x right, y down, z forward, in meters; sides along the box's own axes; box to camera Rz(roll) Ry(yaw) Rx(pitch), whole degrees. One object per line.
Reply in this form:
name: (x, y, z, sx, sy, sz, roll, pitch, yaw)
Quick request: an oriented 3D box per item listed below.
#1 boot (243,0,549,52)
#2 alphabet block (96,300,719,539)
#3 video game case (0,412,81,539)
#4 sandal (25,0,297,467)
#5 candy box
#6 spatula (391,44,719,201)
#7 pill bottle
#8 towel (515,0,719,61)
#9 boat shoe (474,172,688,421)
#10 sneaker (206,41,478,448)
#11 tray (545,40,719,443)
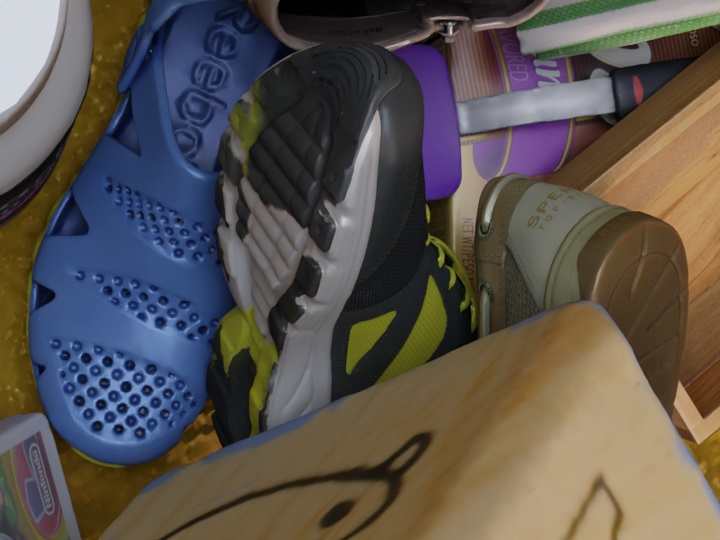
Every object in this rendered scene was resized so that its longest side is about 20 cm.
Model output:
boot: (-0.031, -0.122, 0.776, 0.198, 0.147, 0.071, -10, 131, -2)
alphabet block: (0.010, 0.160, 0.682, 0.194, 0.200, 0.197, -26, 103, 31)
video game case: (-0.137, 0.142, 0.746, 0.018, 0.200, 0.144, -9, 100, 26)
sandal: (-0.064, -0.030, 0.827, 0.079, 0.087, 0.202, 15, 85, -11)
candy box: (0.080, -0.060, 0.871, 0.116, 0.056, 0.202, 1, 87, -12)
spatula: (0.071, -0.058, 0.829, 0.198, 0.021, 0.057, -8, 88, -15)
pill bottle: (-0.144, -0.070, 0.756, 0.115, 0.200, 0.118, 1, 86, -10)
towel: (0.112, -0.181, 0.802, 0.151, 0.023, 0.202, -10, 77, 27)
boat shoe: (0.063, 0.066, 0.794, 0.073, 0.063, 0.202, -29, 130, -39)
sneaker: (0.000, 0.000, 0.780, 0.084, 0.201, 0.075, -14, 52, -24)
tray: (0.159, -0.042, 0.832, 0.200, 0.037, 0.099, -38, 108, -12)
